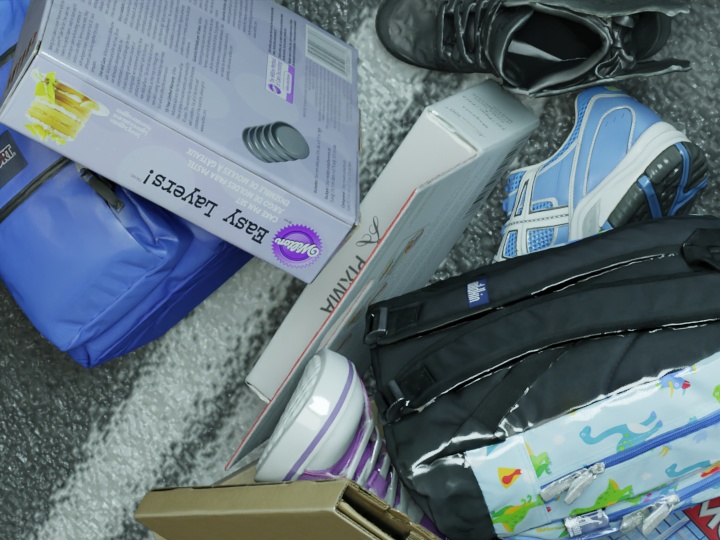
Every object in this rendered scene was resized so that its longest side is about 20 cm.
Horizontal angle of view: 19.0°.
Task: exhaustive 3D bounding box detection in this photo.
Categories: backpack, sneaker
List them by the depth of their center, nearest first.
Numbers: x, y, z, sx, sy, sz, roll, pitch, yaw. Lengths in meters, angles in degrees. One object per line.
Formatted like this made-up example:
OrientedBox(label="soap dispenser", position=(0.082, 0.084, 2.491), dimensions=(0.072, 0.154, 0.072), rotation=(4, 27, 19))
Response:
OrientedBox(label="backpack", position=(0.119, 0.050, 1.046), dimensions=(0.199, 0.163, 0.154), rotation=(-32, 118, 9))
OrientedBox(label="sneaker", position=(0.006, 0.108, 1.091), dimensions=(0.114, 0.073, 0.201), rotation=(26, 159, 5))
OrientedBox(label="sneaker", position=(0.084, -0.124, 1.111), dimensions=(0.198, 0.104, 0.060), rotation=(3, 106, 25))
OrientedBox(label="sneaker", position=(0.107, -0.012, 1.161), dimensions=(0.077, 0.075, 0.200), rotation=(53, 121, 29))
OrientedBox(label="backpack", position=(-0.155, -0.069, 1.208), dimensions=(0.162, 0.168, 0.201), rotation=(-38, 84, 22))

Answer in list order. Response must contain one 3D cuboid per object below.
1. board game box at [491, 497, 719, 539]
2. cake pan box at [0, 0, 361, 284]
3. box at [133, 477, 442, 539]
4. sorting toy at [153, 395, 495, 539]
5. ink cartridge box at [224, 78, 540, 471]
OrientedBox(label="board game box", position=(0.206, 0.150, 1.120), dimensions=(0.200, 0.062, 0.200), rotation=(-44, 93, 3))
OrientedBox(label="cake pan box", position=(-0.088, -0.101, 1.120), dimensions=(0.183, 0.201, 0.052), rotation=(29, 119, -19))
OrientedBox(label="box", position=(-0.003, 0.154, 1.081), dimensions=(0.163, 0.021, 0.200), rotation=(36, 156, -24))
OrientedBox(label="sorting toy", position=(0.017, 0.176, 1.234), dimensions=(0.199, 0.070, 0.199), rotation=(-30, 96, 29))
OrientedBox(label="ink cartridge box", position=(0.000, 0.000, 1.146), dimensions=(0.043, 0.173, 0.200), rotation=(40, 117, 12))
